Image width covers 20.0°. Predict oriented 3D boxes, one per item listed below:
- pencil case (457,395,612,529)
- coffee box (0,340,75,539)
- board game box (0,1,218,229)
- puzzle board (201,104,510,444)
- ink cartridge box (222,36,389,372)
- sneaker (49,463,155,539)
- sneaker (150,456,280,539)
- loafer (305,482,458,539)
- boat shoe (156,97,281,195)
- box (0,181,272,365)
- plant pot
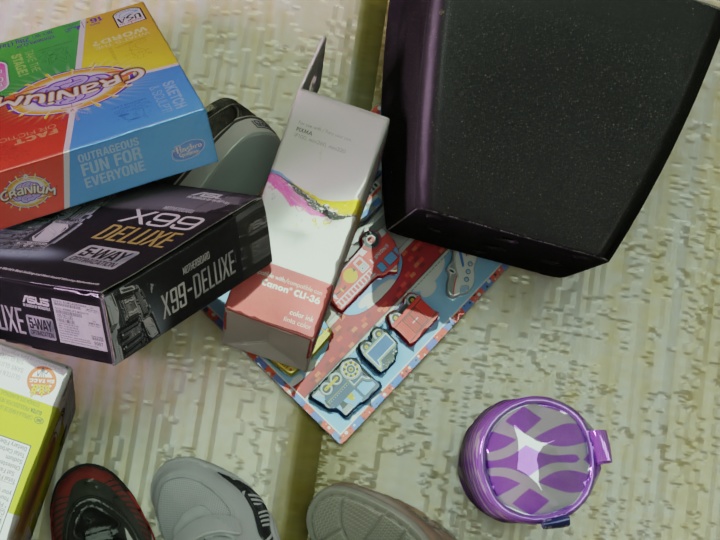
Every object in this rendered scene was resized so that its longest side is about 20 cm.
[{"bbox_3d":[0.110,0.124,1.341,0.085,0.200,0.085,-18,86,-4],"label":"pencil case"},{"bbox_3d":[-0.304,0.136,1.291,0.198,0.200,0.199,18,77,-2],"label":"coffee box"},{"bbox_3d":[-0.192,-0.108,1.370,0.152,0.200,0.041,-18,121,-10],"label":"board game box"},{"bbox_3d":[0.000,0.000,1.448,0.151,0.017,0.200,43,76,4],"label":"puzzle board"},{"bbox_3d":[-0.031,-0.044,1.387,0.067,0.117,0.202,18,77,0],"label":"ink cartridge box"},{"bbox_3d":[-0.161,0.221,1.341,0.070,0.098,0.202,-12,78,-7],"label":"sneaker"},{"bbox_3d":[-0.098,0.194,1.317,0.075,0.115,0.201,-42,59,13],"label":"sneaker"},{"bbox_3d":[0.052,0.211,1.393,0.199,0.063,0.072,36,109,5],"label":"loafer"},{"bbox_3d":[-0.140,-0.035,1.421,0.200,0.071,0.064,-46,53,-5],"label":"boat shoe"},{"bbox_3d":[-0.180,-0.007,1.292,0.157,0.199,0.050,-34,124,-45],"label":"box"},{"bbox_3d":[0.111,-0.100,1.389,0.198,0.200,0.179,15,82,-8],"label":"plant pot"}]
